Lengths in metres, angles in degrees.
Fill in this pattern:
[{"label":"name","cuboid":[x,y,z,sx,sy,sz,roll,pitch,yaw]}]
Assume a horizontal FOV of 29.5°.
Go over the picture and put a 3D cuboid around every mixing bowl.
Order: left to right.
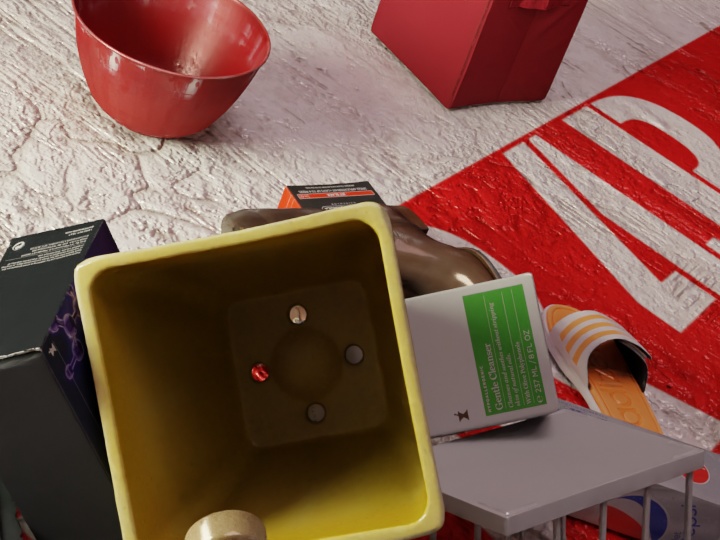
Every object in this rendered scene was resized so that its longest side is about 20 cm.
[{"label":"mixing bowl","cuboid":[-0.198,-0.203,1.350,0.197,0.109,0.201,15,35,-11]}]

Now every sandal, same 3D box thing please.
[{"label":"sandal","cuboid":[0.236,0.091,1.247,0.078,0.060,0.208,2,40,-27]}]

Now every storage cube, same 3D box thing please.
[{"label":"storage cube","cuboid":[0.145,-0.321,1.629,0.169,0.181,0.200,-10,46,-38]}]

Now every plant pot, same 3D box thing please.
[{"label":"plant pot","cuboid":[-0.051,0.071,0.897,0.193,0.197,0.200,-11,0,6]}]

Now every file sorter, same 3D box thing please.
[{"label":"file sorter","cuboid":[0.127,0.190,0.974,0.198,0.126,0.138,-10,14,-37]}]

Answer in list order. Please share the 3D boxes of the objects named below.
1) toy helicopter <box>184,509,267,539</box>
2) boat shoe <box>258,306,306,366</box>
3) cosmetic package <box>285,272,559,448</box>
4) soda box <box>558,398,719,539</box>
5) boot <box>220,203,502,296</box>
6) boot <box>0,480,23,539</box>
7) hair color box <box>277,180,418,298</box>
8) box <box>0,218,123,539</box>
[{"label":"toy helicopter","cuboid":[-0.125,0.202,0.784,0.131,0.200,0.079,23,31,-29]},{"label":"boat shoe","cuboid":[-0.082,0.051,1.122,0.198,0.076,0.072,21,38,13]},{"label":"cosmetic package","cuboid":[0.042,0.075,1.037,0.197,0.085,0.109,-13,84,2]},{"label":"soda box","cuboid":[0.227,0.175,1.130,0.197,0.064,0.069,19,34,-6]},{"label":"boot","cuboid":[0.000,0.000,1.114,0.198,0.065,0.186,-1,27,-41]},{"label":"boot","cuboid":[-0.301,0.164,0.844,0.166,0.077,0.201,0,47,-34]},{"label":"hair color box","cuboid":[0.008,0.005,1.233,0.100,0.062,0.201,-6,45,-36]},{"label":"box","cuboid":[-0.178,0.092,0.896,0.078,0.202,0.142,-10,33,18]}]
